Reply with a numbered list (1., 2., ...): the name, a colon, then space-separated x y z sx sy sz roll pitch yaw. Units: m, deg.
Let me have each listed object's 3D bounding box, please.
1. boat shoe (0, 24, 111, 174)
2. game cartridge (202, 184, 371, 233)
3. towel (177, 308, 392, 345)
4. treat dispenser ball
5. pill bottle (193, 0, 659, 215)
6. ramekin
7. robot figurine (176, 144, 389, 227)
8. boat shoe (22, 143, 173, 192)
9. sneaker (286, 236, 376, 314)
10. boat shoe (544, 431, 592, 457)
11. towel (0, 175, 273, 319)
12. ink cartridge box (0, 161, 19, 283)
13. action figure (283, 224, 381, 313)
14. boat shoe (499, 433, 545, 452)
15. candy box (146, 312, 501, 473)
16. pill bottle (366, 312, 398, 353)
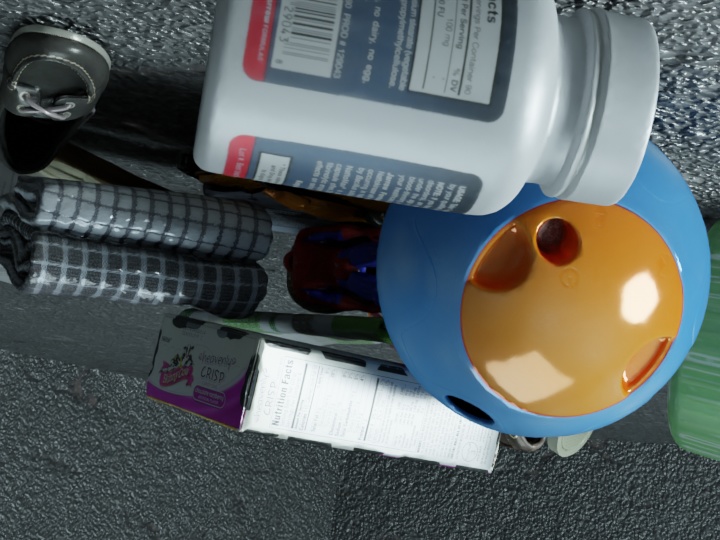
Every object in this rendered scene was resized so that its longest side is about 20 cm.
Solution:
1. boat shoe: -0.204 -0.106 0.940 0.067 0.057 0.200 11 170 -16
2. game cartridge: -0.023 -0.054 1.161 0.199 0.042 0.133 8 166 1
3. towel: -0.022 0.048 1.083 0.199 0.031 0.149 1 178 39
4. treat dispenser ball: 0.109 0.000 0.875 0.200 0.202 0.201 8 170 1
5. pill bottle: 0.029 -0.089 0.673 0.199 0.120 0.120 10 170 -8
6. ramekin: 0.298 0.055 1.076 0.097 0.201 0.200 11 172 24
7. robot figurine: -0.025 -0.072 0.994 0.199 0.059 0.145 14 168 -34
8. boat shoe: -0.181 -0.033 1.157 0.199 0.069 0.074 29 -165 -13
9. sneaker: 0.019 0.003 1.150 0.075 0.071 0.200 11 171 -36
10. boat shoe: 0.159 0.036 1.092 0.067 0.201 0.072 25 -166 41
11. towel: -0.165 -0.017 1.013 0.165 0.086 0.200 6 -178 -21
12. ink cartridge box: -0.330 -0.044 1.309 0.144 0.085 0.200 1 167 37
13. action figure: 0.000 0.000 1.068 0.051 0.066 0.200 -2 -174 -36
14. boat shoe: 0.120 0.030 1.039 0.072 0.201 0.059 0 -167 -44
15. candy box: -0.022 0.082 0.956 0.199 0.061 0.136 15 177 -33
16. pill bottle: 0.082 0.040 1.215 0.114 0.115 0.200 11 -170 -19
